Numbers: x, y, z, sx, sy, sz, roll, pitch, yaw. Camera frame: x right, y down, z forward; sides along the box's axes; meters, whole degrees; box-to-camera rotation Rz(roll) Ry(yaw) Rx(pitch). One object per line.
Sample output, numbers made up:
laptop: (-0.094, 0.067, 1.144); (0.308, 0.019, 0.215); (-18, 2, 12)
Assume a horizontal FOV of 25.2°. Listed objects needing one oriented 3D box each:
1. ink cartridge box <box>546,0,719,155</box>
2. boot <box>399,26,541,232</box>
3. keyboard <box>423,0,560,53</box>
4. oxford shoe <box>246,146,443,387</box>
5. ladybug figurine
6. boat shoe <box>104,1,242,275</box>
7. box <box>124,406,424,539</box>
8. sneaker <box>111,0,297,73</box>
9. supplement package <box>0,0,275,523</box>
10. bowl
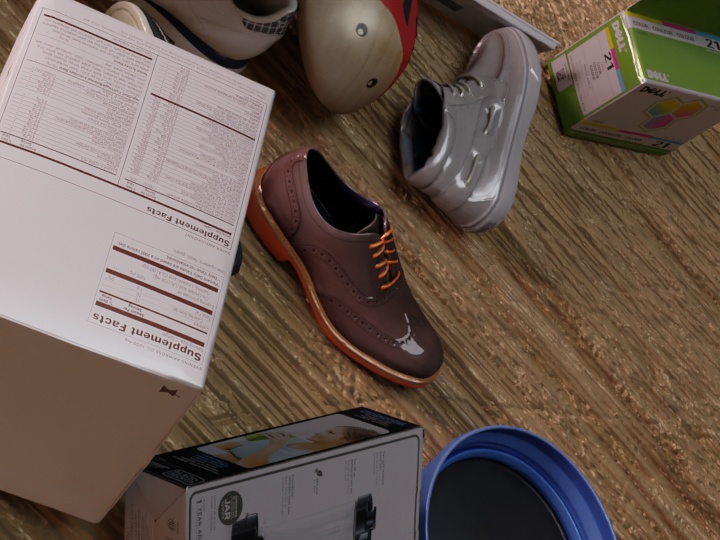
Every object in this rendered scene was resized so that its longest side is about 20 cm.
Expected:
ink cartridge box: (0.286, -0.186, 1.418); (0.147, 0.199, 0.076); (6, 64, -39)
boot: (0.086, -0.135, 1.298); (0.095, 0.073, 0.202); (34, 50, -33)
keyboard: (0.081, -0.228, 1.358); (0.199, 0.056, 0.011); (26, 76, -30)
oxford shoe: (0.000, 0.000, 1.151); (0.200, 0.072, 0.071); (49, 44, -12)
ladybug figurine: (0.002, -0.199, 1.219); (0.201, 0.071, 0.137); (-80, 160, -51)
boat shoe: (-0.123, -0.084, 1.083); (0.066, 0.074, 0.201); (-8, 75, -46)
box: (-0.050, 0.161, 0.996); (0.199, 0.060, 0.118); (-10, 106, -44)
sneaker: (-0.137, -0.223, 1.140); (0.199, 0.080, 0.077); (32, 52, -24)
supplement package: (-0.163, -0.002, 0.902); (0.146, 0.191, 0.201); (22, 53, -15)
bowl: (0.110, 0.213, 1.163); (0.199, 0.039, 0.202); (20, 56, -33)
